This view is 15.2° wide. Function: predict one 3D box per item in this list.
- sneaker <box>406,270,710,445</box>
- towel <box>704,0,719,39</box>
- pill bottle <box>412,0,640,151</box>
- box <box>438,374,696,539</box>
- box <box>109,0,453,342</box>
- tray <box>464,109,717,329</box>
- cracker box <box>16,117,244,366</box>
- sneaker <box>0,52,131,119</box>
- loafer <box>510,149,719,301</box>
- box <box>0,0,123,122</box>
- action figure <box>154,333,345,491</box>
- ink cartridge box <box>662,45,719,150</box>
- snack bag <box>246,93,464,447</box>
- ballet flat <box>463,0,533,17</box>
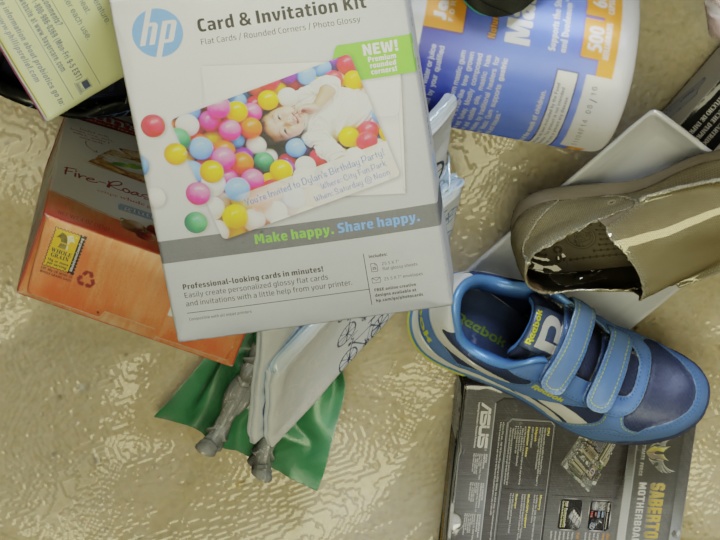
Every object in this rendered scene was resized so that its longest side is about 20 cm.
[{"bbox_3d":[0.128,0.055,1.700,0.199,0.082,0.074,18,74,-4],"label":"sneaker"},{"bbox_3d":[0.267,-0.246,1.519,0.190,0.032,0.201,-15,102,-15],"label":"towel"},{"bbox_3d":[0.061,-0.142,1.637,0.199,0.112,0.112,10,110,-8],"label":"pill bottle"},{"bbox_3d":[0.134,0.161,1.793,0.158,0.048,0.201,3,111,-6],"label":"box"},{"bbox_3d":[-0.039,-0.068,1.446,0.155,0.041,0.201,-7,112,4],"label":"box"},{"bbox_3d":[0.162,-0.023,1.702,0.107,0.022,0.200,35,131,-15],"label":"tray"},{"bbox_3d":[-0.127,-0.027,1.621,0.134,0.200,0.058,19,110,-10],"label":"cracker box"},{"bbox_3d":[-0.137,-0.120,1.651,0.199,0.078,0.070,3,111,-5],"label":"sneaker"},{"bbox_3d":[0.183,-0.019,1.637,0.199,0.068,0.076,-12,127,26],"label":"loafer"},{"bbox_3d":[-0.132,-0.199,1.511,0.200,0.176,0.097,-31,119,-4],"label":"box"},{"bbox_3d":[-0.040,0.036,1.734,0.118,0.055,0.201,23,104,-9],"label":"action figure"},{"bbox_3d":[0.258,-0.103,1.701,0.094,0.044,0.200,36,105,-17],"label":"ink cartridge box"},{"bbox_3d":[0.000,0.000,1.624,0.021,0.200,0.189,36,64,16],"label":"snack bag"},{"bbox_3d":[0.137,-0.219,1.585,0.068,0.068,0.200,44,66,7],"label":"ballet flat"}]
